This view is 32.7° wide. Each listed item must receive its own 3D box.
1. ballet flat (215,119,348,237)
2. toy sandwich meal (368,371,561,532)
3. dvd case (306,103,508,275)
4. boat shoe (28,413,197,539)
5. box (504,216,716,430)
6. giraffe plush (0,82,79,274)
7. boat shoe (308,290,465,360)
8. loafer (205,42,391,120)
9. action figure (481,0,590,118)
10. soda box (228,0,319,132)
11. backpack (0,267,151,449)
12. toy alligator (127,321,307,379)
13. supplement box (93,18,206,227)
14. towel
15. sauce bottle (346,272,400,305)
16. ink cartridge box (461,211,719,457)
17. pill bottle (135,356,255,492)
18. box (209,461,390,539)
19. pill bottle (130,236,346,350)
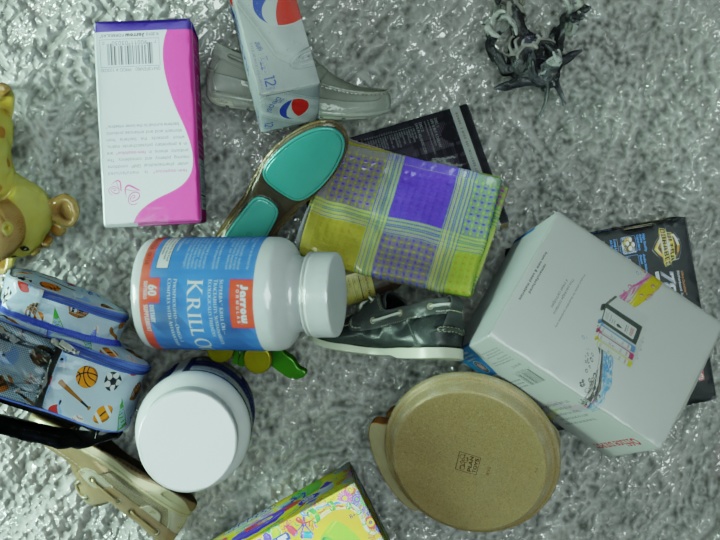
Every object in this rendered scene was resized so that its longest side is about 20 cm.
[{"bbox_3d":[-0.083,-0.086,1.269,0.067,0.073,0.201,32,111,-13],"label":"ballet flat"},{"bbox_3d":[0.112,0.184,1.271,0.201,0.070,0.209,6,114,13],"label":"toy sandwich meal"},{"bbox_3d":[0.040,-0.084,1.288,0.197,0.016,0.151,-17,65,-1],"label":"dvd case"},{"bbox_3d":[-0.270,0.218,1.285,0.198,0.071,0.065,33,89,-5],"label":"boat shoe"},{"bbox_3d":[0.268,0.058,1.321,0.195,0.050,0.204,-11,92,-4],"label":"box"},{"bbox_3d":[-0.386,-0.074,1.246,0.200,0.171,0.163,-44,107,-35],"label":"giraffe plush"},{"bbox_3d":[0.026,0.056,1.256,0.071,0.198,0.069,3,87,-46],"label":"boat shoe"},{"bbox_3d":[-0.064,-0.197,1.283,0.196,0.070,0.071,7,100,-3],"label":"loafer"},{"bbox_3d":[0.173,-0.265,1.279,0.117,0.102,0.203,-25,92,-13],"label":"action figure"},{"bbox_3d":[-0.093,-0.245,1.237,0.062,0.069,0.203,-11,64,-8],"label":"soda box"},{"bbox_3d":[-0.305,0.087,1.232,0.189,0.200,0.156,29,92,-17],"label":"backpack"},{"bbox_3d":[-0.146,0.063,1.290,0.197,0.059,0.055,16,98,4],"label":"toy alligator"},{"bbox_3d":[-0.214,-0.147,1.261,0.099,0.103,0.204,-2,91,-4],"label":"supplement box"},{"bbox_3d":[0.039,-0.056,1.254,0.197,0.023,0.145,16,68,13],"label":"towel"},{"bbox_3d":[0.000,0.000,1.298,0.197,0.065,0.066,-17,93,-4],"label":"sauce bottle"},{"bbox_3d":[0.221,0.068,1.211,0.198,0.147,0.146,33,76,-3],"label":"ink cartridge box"},{"bbox_3d":[-0.164,0.153,1.224,0.113,0.200,0.118,0,92,-3],"label":"pill bottle"},{"bbox_3d":[-0.051,0.340,1.278,0.198,0.122,0.195,-28,92,-2],"label":"box"},{"bbox_3d":[-0.117,0.023,1.212,0.196,0.112,0.115,-1,92,14],"label":"pill bottle"}]
